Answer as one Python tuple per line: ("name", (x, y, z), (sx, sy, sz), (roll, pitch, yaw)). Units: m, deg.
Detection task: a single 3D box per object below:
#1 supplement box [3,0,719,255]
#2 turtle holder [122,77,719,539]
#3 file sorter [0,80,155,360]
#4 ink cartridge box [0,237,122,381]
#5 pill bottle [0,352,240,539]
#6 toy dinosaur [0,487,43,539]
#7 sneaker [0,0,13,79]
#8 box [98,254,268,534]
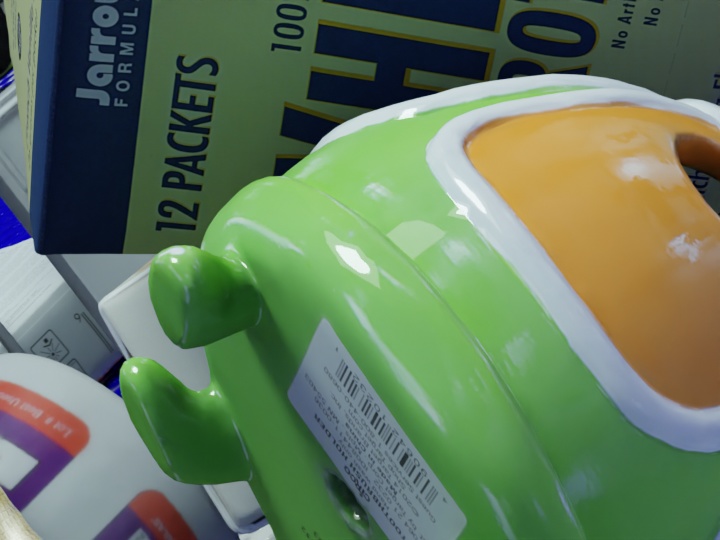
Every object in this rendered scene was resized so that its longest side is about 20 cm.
("supplement box", (0.009, -0.117, 0.685), (0.199, 0.135, 0.201), (0, 40, -13))
("turtle holder", (0.038, 0.039, 0.593), (0.131, 0.186, 0.141), (-32, 48, -19))
("file sorter", (-0.068, -0.051, 1.041), (0.200, 0.139, 0.124), (-45, 16, -28))
("ink cartridge box", (-0.176, 0.050, 1.153), (0.162, 0.050, 0.200), (-48, 15, -32))
("pill bottle", (-0.131, 0.125, 0.719), (0.200, 0.112, 0.111), (-45, 19, -31))
("toy dinosaur", (-0.064, 0.117, 0.641), (0.101, 0.058, 0.200), (-54, 46, 6))
("sneaker", (-0.144, -0.120, 1.027), (0.083, 0.072, 0.200), (-37, 11, 3))
("box", (0.000, 0.000, 0.797), (0.095, 0.078, 0.200), (-31, 5, 13))
